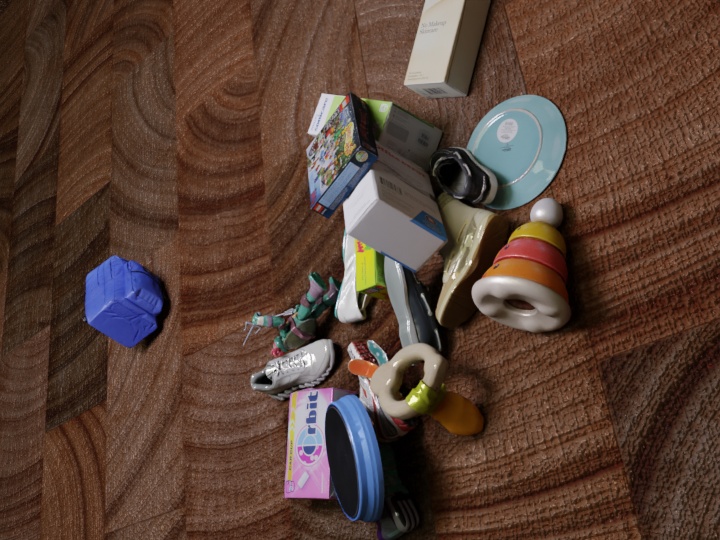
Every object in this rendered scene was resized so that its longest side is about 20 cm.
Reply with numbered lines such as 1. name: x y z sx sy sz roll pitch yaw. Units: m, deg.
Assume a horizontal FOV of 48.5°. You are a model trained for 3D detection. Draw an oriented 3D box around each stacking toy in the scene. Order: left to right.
1. stacking toy: 0.259 -0.021 1.195 0.146 0.146 0.200 -6 54 44

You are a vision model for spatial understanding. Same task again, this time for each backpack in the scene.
1. backpack: -0.573 0.061 1.964 0.168 0.163 0.200 -35 42 6

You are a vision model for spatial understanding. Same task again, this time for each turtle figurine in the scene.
1. turtle figurine: -0.123 0.092 1.524 0.200 0.150 0.101 -45 78 17

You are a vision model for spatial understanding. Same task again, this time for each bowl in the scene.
1. bowl: -0.014 0.302 1.276 0.201 0.039 0.201 172 90 -73

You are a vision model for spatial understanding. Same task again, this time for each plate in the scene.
1. plate: 0.245 -0.199 1.318 0.200 0.026 0.201 -17 65 42

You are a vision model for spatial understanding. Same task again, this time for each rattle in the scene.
1. rattle: 0.088 0.186 1.286 0.200 0.143 0.131 -6 71 56

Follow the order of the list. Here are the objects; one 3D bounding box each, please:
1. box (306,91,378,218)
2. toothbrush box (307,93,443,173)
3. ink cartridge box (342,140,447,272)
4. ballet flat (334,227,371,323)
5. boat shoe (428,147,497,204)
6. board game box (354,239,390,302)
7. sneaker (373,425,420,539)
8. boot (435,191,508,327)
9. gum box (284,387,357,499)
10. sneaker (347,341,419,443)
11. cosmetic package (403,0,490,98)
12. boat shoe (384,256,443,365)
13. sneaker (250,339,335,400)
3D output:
1. box: -0.035 -0.195 1.329 0.137 0.038 0.200 -50 27 26
2. toothbrush box: 0.025 -0.253 1.470 0.200 0.145 0.086 18 89 48
3. ink cartridge box: 0.049 -0.112 1.303 0.084 0.144 0.200 -48 28 27
4. ballet flat: 0.000 0.000 1.478 0.069 0.069 0.200 1 82 45
5. boat shoe: 0.156 -0.164 1.345 0.200 0.060 0.074 54 131 55
6. board game box: 0.039 -0.051 1.418 0.048 0.101 0.200 -20 62 39
7. sneaker: 0.021 0.352 1.323 0.088 0.074 0.200 -49 48 29
8. boot: 0.146 -0.021 1.324 0.155 0.073 0.200 35 108 50
9. gum box: -0.070 0.306 1.431 0.113 0.066 0.200 -13 67 41
10. sneaker: 0.020 0.204 1.368 0.082 0.078 0.200 -48 48 25
11. cosmetic package: 0.159 -0.419 1.447 0.103 0.073 0.200 8 83 46
12. boat shoe: 0.088 0.054 1.325 0.076 0.060 0.200 174 84 -72
13. sneaker: -0.128 0.189 1.523 0.200 0.081 0.075 -35 52 30
